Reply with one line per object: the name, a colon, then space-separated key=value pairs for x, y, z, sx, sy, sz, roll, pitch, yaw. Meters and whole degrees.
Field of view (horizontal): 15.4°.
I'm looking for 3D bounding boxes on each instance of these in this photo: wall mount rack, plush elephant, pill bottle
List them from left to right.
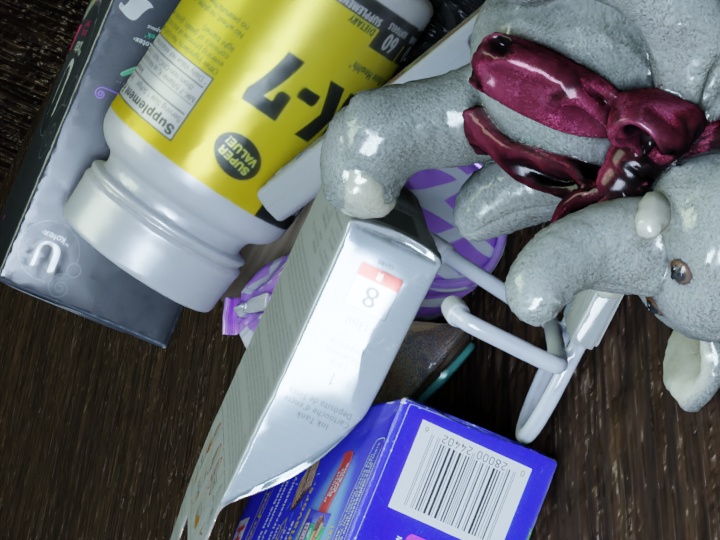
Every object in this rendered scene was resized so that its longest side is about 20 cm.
pill bottle: x=-0.061 y=-0.086 z=1.382 sx=0.200 sy=0.114 sz=0.114 roll=-56 pitch=14 yaw=7
wall mount rack: x=0.082 y=-0.037 z=1.094 sx=0.200 sy=0.075 sz=0.174 roll=-64 pitch=4 yaw=9
plush elephant: x=0.092 y=-0.034 z=0.909 sx=0.165 sy=0.200 sz=0.155 roll=109 pitch=152 yaw=-51

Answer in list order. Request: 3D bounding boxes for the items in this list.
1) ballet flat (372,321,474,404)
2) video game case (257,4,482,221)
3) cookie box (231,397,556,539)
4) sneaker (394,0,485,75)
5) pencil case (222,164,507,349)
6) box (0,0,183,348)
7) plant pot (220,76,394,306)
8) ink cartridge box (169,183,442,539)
ballet flat: x=-0.015 y=0.065 z=1.292 sx=0.068 sy=0.067 sz=0.200 roll=-48 pitch=-1 yaw=-39
video game case: x=0.048 y=-0.104 z=1.271 sx=0.182 sy=0.023 sz=0.200 roll=-40 pitch=3 yaw=-22
cookie box: x=-0.009 y=0.147 z=1.134 sx=0.171 sy=0.075 sz=0.200 roll=-68 pitch=13 yaw=-11
sneaker: x=0.058 y=-0.178 z=1.446 sx=0.200 sy=0.076 sz=0.091 roll=-37 pitch=16 yaw=40
pencil case: x=0.000 y=0.000 z=1.328 sx=0.200 sy=0.085 sz=0.084 roll=138 pitch=145 yaw=-59
box: x=-0.126 y=-0.072 z=1.497 sx=0.122 sy=0.106 sz=0.200 roll=-161 pitch=94 yaw=-77
plant pot: x=-0.035 y=-0.040 z=1.522 sx=0.201 sy=0.093 sz=0.201 roll=-157 pitch=90 yaw=-78
ink cartridge box: x=-0.028 y=0.060 z=1.154 sx=0.162 sy=0.050 sz=0.200 roll=-104 pitch=35 yaw=-79
